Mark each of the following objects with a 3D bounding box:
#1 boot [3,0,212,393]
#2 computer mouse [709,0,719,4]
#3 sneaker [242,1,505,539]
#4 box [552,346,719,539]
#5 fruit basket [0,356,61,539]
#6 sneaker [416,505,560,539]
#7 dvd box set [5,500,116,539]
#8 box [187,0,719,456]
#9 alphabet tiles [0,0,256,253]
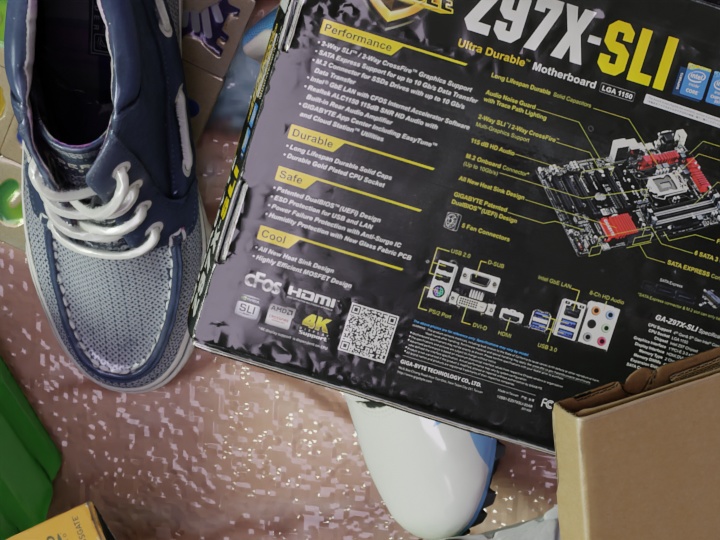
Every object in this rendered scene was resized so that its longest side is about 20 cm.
[{"bbox_3d":[-0.096,-0.034,1.043,0.072,0.090,0.201,1,115,9],"label":"boot"},{"bbox_3d":[0.144,-0.084,1.017,0.200,0.034,0.059,-39,89,18],"label":"computer mouse"},{"bbox_3d":[0.000,0.000,1.045,0.072,0.072,0.201,-9,95,49],"label":"sneaker"},{"bbox_3d":[0.141,0.115,0.994,0.163,0.021,0.201,-17,113,-27],"label":"box"},{"bbox_3d":[-0.237,0.065,1.099,0.214,0.156,0.217,1,115,2],"label":"fruit basket"},{"bbox_3d":[0.081,0.119,1.060,0.198,0.090,0.079,-8,72,-4],"label":"sneaker"},{"bbox_3d":[-0.162,0.169,1.074,0.199,0.147,0.030,-25,53,-1],"label":"dvd box set"},{"bbox_3d":[0.058,-0.025,0.988,0.199,0.049,0.161,16,97,-5],"label":"box"},{"bbox_3d":[-0.145,-0.098,1.076,0.199,0.006,0.167,25,117,-2],"label":"alphabet tiles"}]
